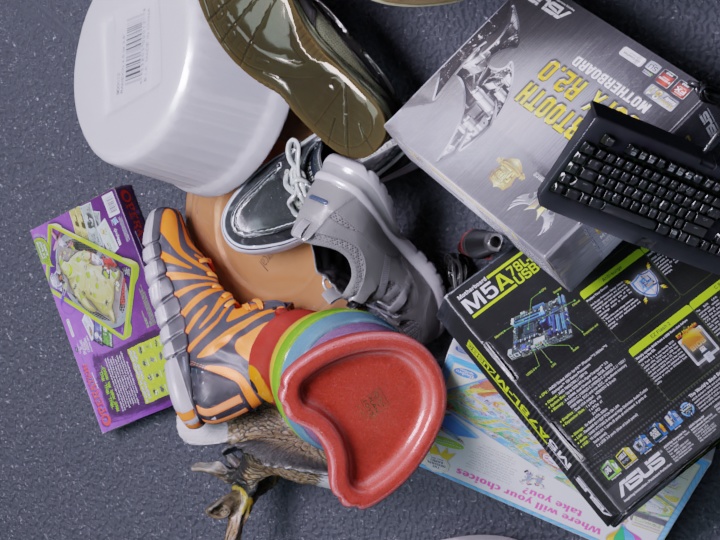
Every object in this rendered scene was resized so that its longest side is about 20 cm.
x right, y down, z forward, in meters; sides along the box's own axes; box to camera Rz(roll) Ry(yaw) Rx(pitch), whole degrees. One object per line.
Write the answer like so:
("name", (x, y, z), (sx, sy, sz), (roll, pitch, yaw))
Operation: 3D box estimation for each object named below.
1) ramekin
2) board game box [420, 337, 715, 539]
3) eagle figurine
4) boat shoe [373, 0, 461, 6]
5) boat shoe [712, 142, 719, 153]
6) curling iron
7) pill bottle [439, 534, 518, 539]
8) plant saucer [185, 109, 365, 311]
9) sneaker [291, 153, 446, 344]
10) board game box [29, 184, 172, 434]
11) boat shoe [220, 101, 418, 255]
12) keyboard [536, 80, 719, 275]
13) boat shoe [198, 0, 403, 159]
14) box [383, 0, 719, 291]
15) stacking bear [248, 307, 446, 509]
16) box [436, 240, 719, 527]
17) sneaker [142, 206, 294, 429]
("ramekin", (-0.146, -0.166, 1.414), (0.200, 0.097, 0.202), (-12, 74, 48))
("board game box", (0.144, 0.128, 1.288), (0.199, 0.034, 0.135), (23, 137, 4))
("eagle figurine", (-0.045, 0.140, 1.437), (0.200, 0.150, 0.152), (-43, 53, 44))
("boat shoe", (0.090, -0.211, 1.117), (0.199, 0.066, 0.074), (-13, 102, 4))
("boat shoe", (0.282, -0.121, 1.193), (0.073, 0.065, 0.201), (28, 136, 17))
("curling iron", (0.087, -0.009, 1.297), (0.025, 0.200, 0.050), (-4, 83, -7))
("pill bottle", (0.091, 0.320, 1.388), (0.113, 0.113, 0.201), (0, 100, 34))
("plant saucer", (-0.069, -0.036, 1.472), (0.199, 0.032, 0.201), (9, 105, 34))
("sneaker", (0.000, 0.000, 1.352), (0.075, 0.082, 0.200), (23, 156, 43))
("board game box", (-0.221, 0.036, 1.594), (0.120, 0.032, 0.201), (-22, 87, 31))
("boat shoe", (-0.031, -0.072, 1.382), (0.199, 0.068, 0.074), (-23, 82, 18))
("keyboard", (0.218, -0.064, 1.138), (0.127, 0.199, 0.021), (-59, 36, 20))
("boat shoe", (-0.044, -0.168, 1.323), (0.201, 0.066, 0.072), (48, 117, 8))
("box", (0.132, -0.100, 1.225), (0.158, 0.048, 0.200), (-44, 46, -2))
("stacking bear", (-0.024, 0.079, 1.311), (0.122, 0.113, 0.200), (60, 167, -19))
("box", (0.188, 0.042, 1.223), (0.193, 0.200, 0.048), (49, 162, 15))
("sneaker", (-0.111, 0.028, 1.458), (0.111, 0.078, 0.201), (-18, 67, 6))
